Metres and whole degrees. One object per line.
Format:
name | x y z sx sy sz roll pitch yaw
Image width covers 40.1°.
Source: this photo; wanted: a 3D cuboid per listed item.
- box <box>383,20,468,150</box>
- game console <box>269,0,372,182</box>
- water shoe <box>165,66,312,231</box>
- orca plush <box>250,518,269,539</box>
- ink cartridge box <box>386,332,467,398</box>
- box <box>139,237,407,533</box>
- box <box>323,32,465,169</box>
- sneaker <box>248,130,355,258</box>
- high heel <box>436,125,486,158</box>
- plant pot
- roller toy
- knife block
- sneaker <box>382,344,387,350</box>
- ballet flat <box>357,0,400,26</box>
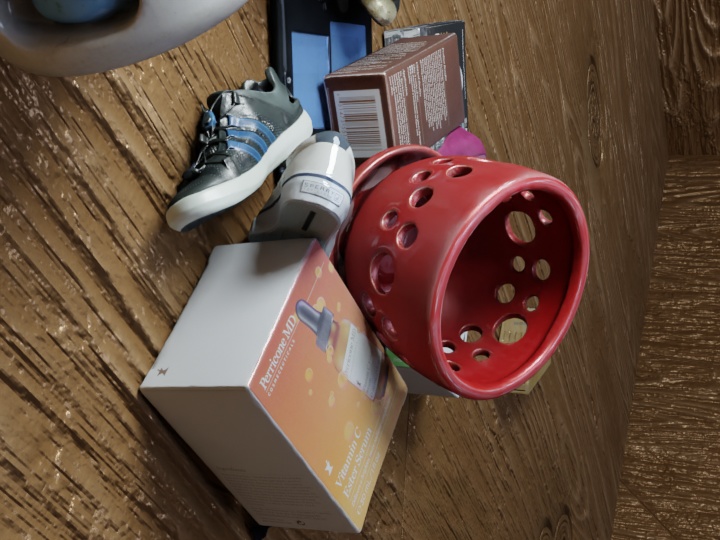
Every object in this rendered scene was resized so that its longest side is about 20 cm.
box | 0.086 -0.201 1.216 0.158 0.049 0.202 -32 121 -61
game console | -0.034 -0.186 0.976 0.177 0.031 0.202 -19 109 -65
water shoe | -0.110 -0.100 0.795 0.079 0.071 0.200 58 33 -14
orca plush | -0.038 0.171 0.949 0.200 0.070 0.106 -49 135 -54
ink cartridge box | 0.073 0.034 1.169 0.146 0.084 0.202 40 56 -61
box | -0.061 0.098 0.818 0.201 0.106 0.153 59 40 -38
box | 0.040 -0.177 1.023 0.200 0.074 0.101 -39 126 -55
sneaker | -0.042 -0.055 0.818 0.071 0.073 0.200 -70 -167 -18
high heel | 0.061 -0.113 1.048 0.199 0.067 0.097 -3 56 -45
plant pot | 0.074 -0.008 0.885 0.199 0.182 0.202 -18 118 -38
roller toy | -0.144 -0.201 0.553 0.182 0.200 0.140 -34 131 -18
knife block | 0.286 0.145 1.675 0.176 0.063 0.201 56 43 -52
sneaker | 0.000 0.000 1.019 0.098 0.070 0.201 -66 146 -36
ballet flat | 0.025 -0.311 1.012 0.067 0.057 0.201 49 28 -28
